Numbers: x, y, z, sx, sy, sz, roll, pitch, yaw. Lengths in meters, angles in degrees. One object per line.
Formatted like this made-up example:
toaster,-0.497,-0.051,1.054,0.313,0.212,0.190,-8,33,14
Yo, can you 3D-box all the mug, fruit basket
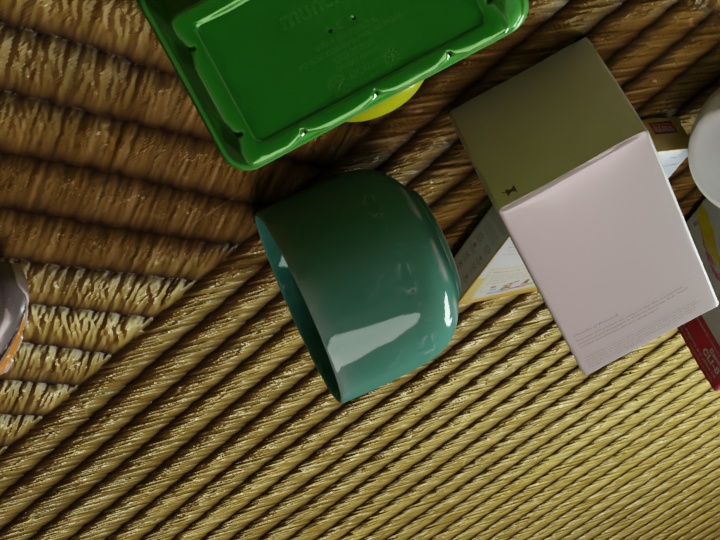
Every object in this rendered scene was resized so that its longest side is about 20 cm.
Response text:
mug,-0.001,-0.005,1.212,0.114,0.185,0.153,-24,131,-7
fruit basket,-0.012,-0.150,0.947,0.214,0.156,0.216,-26,-161,9

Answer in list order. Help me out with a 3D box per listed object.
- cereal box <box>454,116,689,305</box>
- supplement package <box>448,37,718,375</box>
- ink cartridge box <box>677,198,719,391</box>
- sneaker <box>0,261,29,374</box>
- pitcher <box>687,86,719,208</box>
cereal box,0.171,-0.050,1.385,0.143,0.040,0.200,-8,149,-34
supplement package,0.167,-0.045,1.222,0.119,0.122,0.200,-28,134,6
ink cartridge box,0.398,-0.009,1.552,0.144,0.146,0.200,-12,151,-26
sneaker,-0.306,0.054,1.107,0.199,0.079,0.077,-33,145,14
pitcher,0.362,-0.131,1.332,0.199,0.121,0.173,-19,137,-42
